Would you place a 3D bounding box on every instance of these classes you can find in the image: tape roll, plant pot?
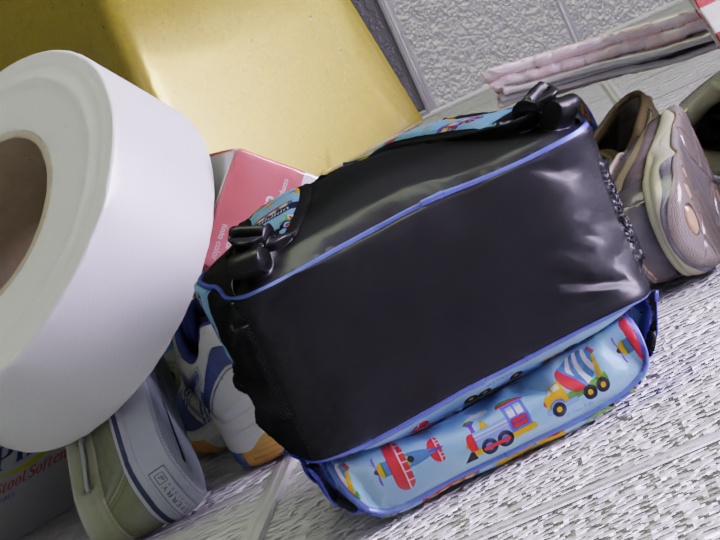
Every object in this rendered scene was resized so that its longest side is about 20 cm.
[{"bbox_3d":[-0.168,-0.011,1.053,0.202,0.203,0.071,-19,-35,40],"label":"tape roll"},{"bbox_3d":[-0.120,-0.130,1.292,0.194,0.201,0.195,-29,7,-37],"label":"plant pot"}]

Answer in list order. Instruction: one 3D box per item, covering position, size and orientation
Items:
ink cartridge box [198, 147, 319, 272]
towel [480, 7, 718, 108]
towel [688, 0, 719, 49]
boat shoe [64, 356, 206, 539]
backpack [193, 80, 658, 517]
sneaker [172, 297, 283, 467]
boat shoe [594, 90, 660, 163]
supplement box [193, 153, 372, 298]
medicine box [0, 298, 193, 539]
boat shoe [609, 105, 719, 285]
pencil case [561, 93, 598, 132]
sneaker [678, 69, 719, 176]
[{"bbox_3d":[0.000,0.000,1.098,0.199,0.068,0.116,19,-6,-16],"label":"ink cartridge box"},{"bbox_3d":[0.188,-0.145,1.309,0.199,0.032,0.191,-15,4,15],"label":"towel"},{"bbox_3d":[0.270,-0.142,1.118,0.144,0.200,0.023,-27,-37,6],"label":"towel"},{"bbox_3d":[-0.134,0.069,1.068,0.062,0.072,0.200,-31,31,2],"label":"boat shoe"},{"bbox_3d":[0.020,0.011,0.900,0.182,0.135,0.200,-26,7,-10],"label":"backpack"},{"bbox_3d":[-0.068,0.051,1.125,0.075,0.088,0.200,-28,6,-16],"label":"sneaker"},{"bbox_3d":[0.155,-0.064,1.317,0.073,0.063,0.201,-20,8,36],"label":"boat shoe"},{"bbox_3d":[-0.028,0.002,1.270,0.200,0.110,0.109,-17,10,45],"label":"supplement box"},{"bbox_3d":[-0.227,0.051,1.214,0.200,0.103,0.182,32,43,30],"label":"medicine box"},{"bbox_3d":[0.150,-0.038,1.083,0.073,0.075,0.200,-23,6,16],"label":"boat shoe"},{"bbox_3d":[0.086,-0.054,1.445,0.199,0.087,0.078,-22,45,29],"label":"pencil case"},{"bbox_3d":[0.258,-0.098,1.184,0.088,0.082,0.200,-32,1,-40],"label":"sneaker"}]
